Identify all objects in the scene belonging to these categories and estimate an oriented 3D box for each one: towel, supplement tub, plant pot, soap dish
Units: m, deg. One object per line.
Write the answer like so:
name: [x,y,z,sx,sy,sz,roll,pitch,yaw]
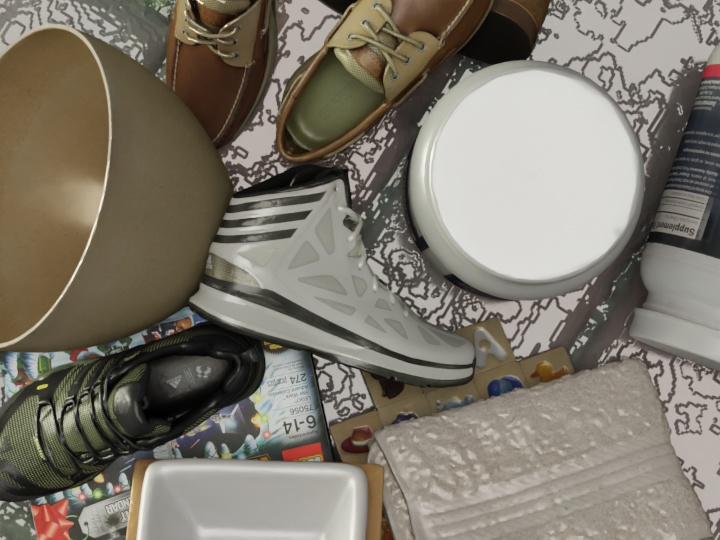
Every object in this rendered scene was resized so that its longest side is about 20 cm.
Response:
towel: [0.111,0.138,1.524,0.199,0.035,0.133,-16,73,-12]
supplement tub: [0.258,-0.034,1.521,0.139,0.140,0.201,19,88,-1]
supplement tub: [0.098,-0.053,1.481,0.139,0.200,0.141,0,89,-2]
plant pot: [-0.157,-0.038,1.505,0.134,0.200,0.202,15,88,-37]
soap dish: [-0.067,0.214,1.460,0.156,0.081,0.201,1,63,5]

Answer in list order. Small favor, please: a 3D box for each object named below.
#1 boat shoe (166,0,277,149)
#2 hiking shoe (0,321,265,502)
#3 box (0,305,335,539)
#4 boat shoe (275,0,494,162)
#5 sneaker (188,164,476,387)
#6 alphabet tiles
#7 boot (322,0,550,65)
boat shoe: [-0.089,-0.169,1.528,0.075,0.072,0.201,16,111,11]
hiking shoe: [-0.155,0.082,1.489,0.199,0.101,0.076,-27,87,-2]
box: [-0.124,0.094,1.561,0.199,0.040,0.138,-13,90,-2]
boat shoe: [0.015,-0.137,1.511,0.076,0.074,0.200,38,119,-3]
sneaker: [0.000,0.000,1.497,0.199,0.076,0.116,17,92,-28]
alphabet tiles: [0.080,0.134,1.545,0.165,0.006,0.201,-19,73,-12]
boot: [0.030,-0.203,1.569,0.199,0.074,0.076,24,59,4]
